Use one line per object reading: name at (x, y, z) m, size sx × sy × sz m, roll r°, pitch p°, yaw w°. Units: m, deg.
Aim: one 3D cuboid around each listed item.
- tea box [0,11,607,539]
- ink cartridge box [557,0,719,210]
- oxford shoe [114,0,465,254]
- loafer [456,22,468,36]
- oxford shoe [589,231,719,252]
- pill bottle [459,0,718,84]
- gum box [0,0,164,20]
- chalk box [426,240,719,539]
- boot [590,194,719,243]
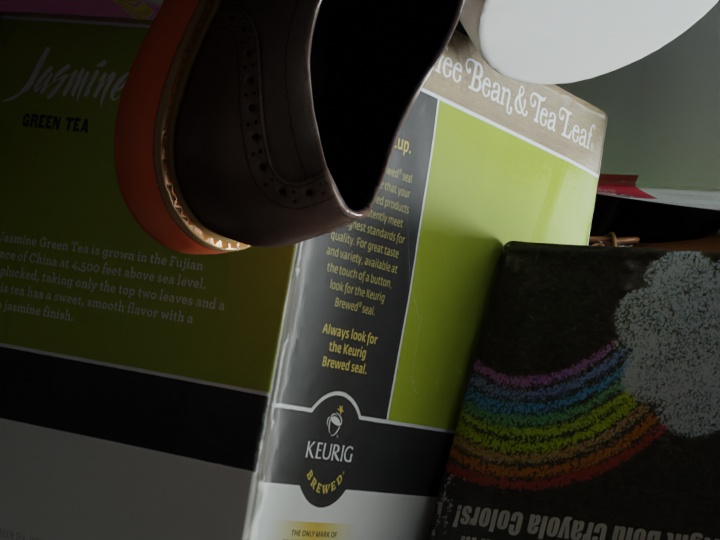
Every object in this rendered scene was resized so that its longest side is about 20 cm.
tea box at (-0.024, 0.015, 0.641) m, size 0.200 × 0.133 × 0.198 m, roll 17°, pitch 83°, yaw -59°
ink cartridge box at (0.185, -0.095, 0.794) m, size 0.199 × 0.145 × 0.146 m, roll 6°, pitch 89°, yaw -41°
oxford shoe at (0.005, -0.095, 0.488) m, size 0.071 × 0.072 × 0.201 m, roll 32°, pitch 68°, yaw -44°
loafer at (0.113, -0.118, 0.937) m, size 0.200 × 0.063 × 0.072 m, roll -12°, pitch 108°, yaw -60°
oxford shoe at (0.107, 0.011, 0.826) m, size 0.071 × 0.199 × 0.072 m, roll -99°, pitch 171°, yaw -58°
pill bottle at (0.042, -0.166, 0.614) m, size 0.113 × 0.113 × 0.201 m, roll 36°, pitch 25°, yaw -58°
gum box at (-0.057, -0.177, 0.558) m, size 0.066 × 0.113 × 0.201 m, roll 40°, pitch 62°, yaw -56°
chalk box at (0.100, 0.106, 0.600) m, size 0.124 × 0.124 × 0.201 m, roll 30°, pitch 70°, yaw -45°
boot at (0.206, -0.035, 0.956) m, size 0.079 × 0.158 × 0.212 m, roll -27°, pitch 150°, yaw -42°
